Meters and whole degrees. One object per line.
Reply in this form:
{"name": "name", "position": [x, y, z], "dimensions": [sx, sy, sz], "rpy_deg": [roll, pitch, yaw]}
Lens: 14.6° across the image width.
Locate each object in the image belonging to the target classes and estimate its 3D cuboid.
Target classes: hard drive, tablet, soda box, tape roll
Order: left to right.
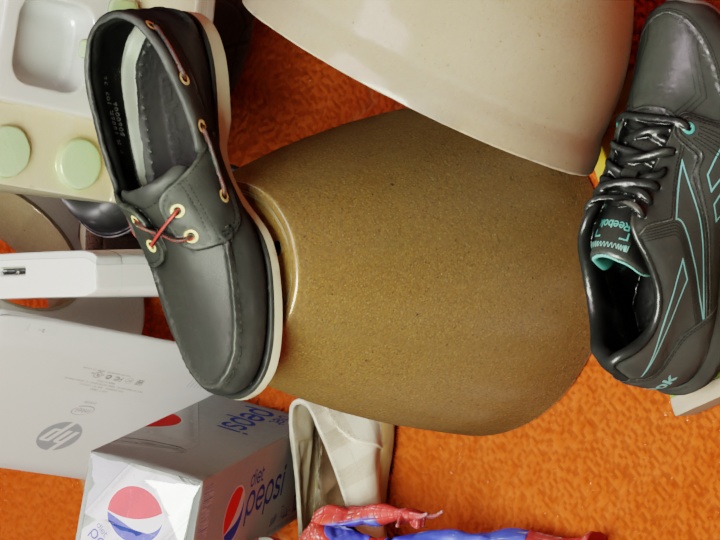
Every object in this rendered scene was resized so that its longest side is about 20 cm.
{"name": "tape roll", "position": [-0.220, -0.005, 1.675], "dimensions": [0.037, 0.202, 0.203], "rpy_deg": [-49, 61, 30]}
{"name": "tablet", "position": [-0.165, 0.079, 1.629], "dimensions": [0.130, 0.199, 0.014], "rpy_deg": [-46, 49, 31]}
{"name": "hard drive", "position": [-0.123, 0.002, 1.589], "dimensions": [0.131, 0.200, 0.027], "rpy_deg": [-2, 89, 41]}
{"name": "soda box", "position": [-0.089, 0.120, 1.558], "dimensions": [0.068, 0.200, 0.064], "rpy_deg": [13, 100, 15]}

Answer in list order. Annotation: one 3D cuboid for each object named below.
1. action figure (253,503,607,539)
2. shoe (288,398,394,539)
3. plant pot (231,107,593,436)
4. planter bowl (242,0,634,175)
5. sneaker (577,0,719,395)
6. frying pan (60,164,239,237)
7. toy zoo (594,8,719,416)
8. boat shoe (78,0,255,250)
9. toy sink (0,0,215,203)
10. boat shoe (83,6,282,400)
{"name": "action figure", "position": [0.031, 0.159, 1.521], "dimensions": [0.199, 0.052, 0.066], "rpy_deg": [2, 93, 24]}
{"name": "shoe", "position": [-0.013, 0.164, 1.593], "dimensions": [0.070, 0.053, 0.201], "rpy_deg": [-4, 88, 41]}
{"name": "plant pot", "position": [0.000, 0.000, 1.485], "dimensions": [0.186, 0.200, 0.187], "rpy_deg": [1, 92, 40]}
{"name": "planter bowl", "position": [0.058, -0.153, 1.428], "dimensions": [0.200, 0.200, 0.135], "rpy_deg": [33, 102, 35]}
{"name": "sneaker", "position": [0.153, -0.037, 1.404], "dimensions": [0.075, 0.079, 0.201], "rpy_deg": [2, 90, 42]}
{"name": "frying pan", "position": [-0.128, -0.055, 1.607], "dimensions": [0.190, 0.031, 0.115], "rpy_deg": [51, 123, 41]}
{"name": "toy zoo", "position": [0.185, -0.041, 1.441], "dimensions": [0.131, 0.020, 0.201], "rpy_deg": [-28, 72, 38]}
{"name": "boat shoe", "position": [-0.118, -0.094, 1.681], "dimensions": [0.203, 0.074, 0.075], "rpy_deg": [-64, 33, 22]}
{"name": "toy sink", "position": [-0.189, -0.109, 1.572], "dimensions": [0.200, 0.112, 0.131], "rpy_deg": [8, 90, 51]}
{"name": "boat shoe", "position": [-0.091, -0.033, 1.392], "dimensions": [0.073, 0.063, 0.202], "rpy_deg": [-19, 80, 37]}
